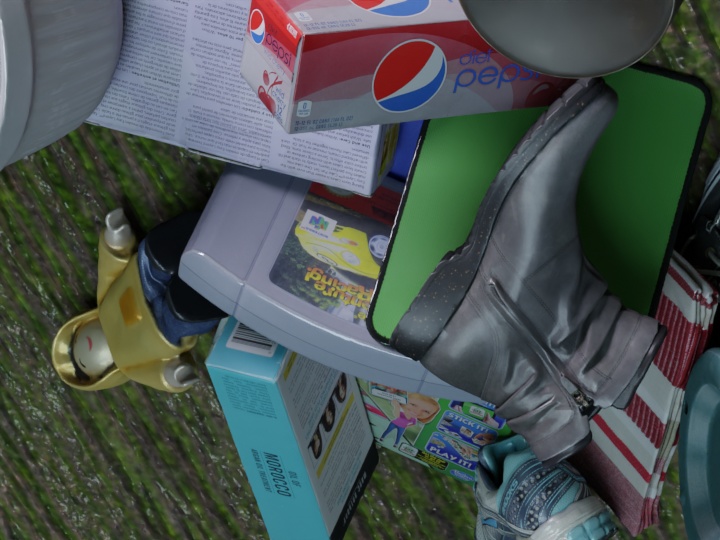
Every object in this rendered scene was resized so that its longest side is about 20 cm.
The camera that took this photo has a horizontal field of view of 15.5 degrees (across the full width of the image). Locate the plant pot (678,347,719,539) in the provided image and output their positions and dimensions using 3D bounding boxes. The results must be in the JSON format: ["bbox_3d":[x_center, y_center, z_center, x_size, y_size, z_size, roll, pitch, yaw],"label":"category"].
[{"bbox_3d":[0.285,0.110,1.504,0.187,0.201,0.201,-1,131,-9],"label":"plant pot"}]

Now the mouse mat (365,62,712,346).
[{"bbox_3d":[0.103,-0.034,1.518,0.160,0.201,0.008,16,170,7],"label":"mouse mat"}]

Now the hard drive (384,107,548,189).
[{"bbox_3d":[0.030,-0.051,1.617,0.131,0.025,0.201,22,131,2],"label":"hard drive"}]

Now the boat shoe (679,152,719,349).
[{"bbox_3d":[0.223,-0.001,1.559,0.072,0.071,0.201,20,131,3],"label":"boat shoe"}]

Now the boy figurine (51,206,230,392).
[{"bbox_3d":[-0.142,0.022,1.693,0.200,0.064,0.125,-32,78,57],"label":"boy figurine"}]

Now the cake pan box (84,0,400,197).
[{"bbox_3d":[-0.066,-0.153,1.529,0.199,0.052,0.185,14,119,12],"label":"cake pan box"}]

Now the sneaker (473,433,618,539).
[{"bbox_3d":[0.108,0.143,1.685,0.087,0.077,0.200,61,167,2],"label":"sneaker"}]

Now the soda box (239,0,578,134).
[{"bbox_3d":[0.038,-0.126,1.451,0.199,0.070,0.064,-8,126,-27],"label":"soda box"}]

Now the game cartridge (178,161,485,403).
[{"bbox_3d":[0.000,0.000,1.562,0.199,0.134,0.041,22,142,1],"label":"game cartridge"}]

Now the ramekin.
[{"bbox_3d":[-0.227,-0.153,1.530,0.200,0.105,0.201,21,120,40],"label":"ramekin"}]

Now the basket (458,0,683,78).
[{"bbox_3d":[0.125,-0.200,1.349,0.179,0.200,0.136,-13,122,27],"label":"basket"}]

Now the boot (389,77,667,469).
[{"bbox_3d":[0.118,0.000,1.459,0.131,0.070,0.201,34,111,3],"label":"boot"}]

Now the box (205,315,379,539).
[{"bbox_3d":[-0.040,0.090,1.660,0.049,0.083,0.201,12,146,21],"label":"box"}]

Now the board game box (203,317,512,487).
[{"bbox_3d":[0.006,0.060,1.691,0.199,0.029,0.135,24,148,0],"label":"board game box"}]

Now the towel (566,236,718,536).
[{"bbox_3d":[0.152,0.044,1.601,0.144,0.023,0.201,49,144,37],"label":"towel"}]
